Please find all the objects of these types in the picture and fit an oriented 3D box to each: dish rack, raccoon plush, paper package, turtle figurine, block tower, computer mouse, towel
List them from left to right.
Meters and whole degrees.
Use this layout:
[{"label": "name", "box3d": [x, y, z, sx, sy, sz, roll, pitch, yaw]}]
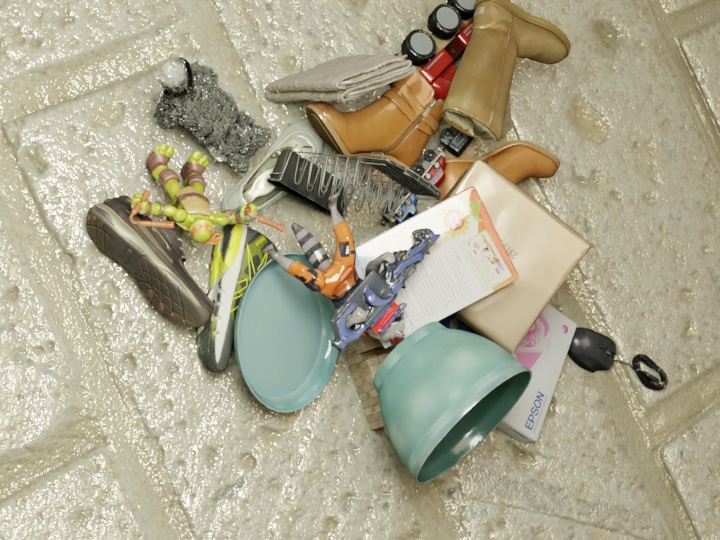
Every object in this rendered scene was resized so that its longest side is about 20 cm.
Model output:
[{"label": "turtle figurine", "box3d": [-0.202, -0.083, 1.546, 0.198, 0.065, 0.162, 0, 42, -25]}, {"label": "raccoon plush", "box3d": [-0.189, -0.185, 1.556, 0.134, 0.200, 0.097, 39, 100, 2]}, {"label": "towel", "box3d": [-0.029, -0.256, 1.648, 0.132, 0.199, 0.035, -24, 109, -31]}, {"label": "dish rack", "box3d": [-0.002, -0.108, 1.586, 0.153, 0.198, 0.055, 25, 77, -53]}, {"label": "block tower", "box3d": [0.018, 0.116, 1.664, 0.054, 0.058, 0.202, -16, 84, -31]}, {"label": "paper package", "box3d": [0.179, -0.019, 1.698, 0.199, 0.103, 0.191, 37, 87, -2]}, {"label": "computer mouse", "box3d": [0.391, 0.135, 1.877, 0.198, 0.034, 0.059, 21, 68, -24]}]

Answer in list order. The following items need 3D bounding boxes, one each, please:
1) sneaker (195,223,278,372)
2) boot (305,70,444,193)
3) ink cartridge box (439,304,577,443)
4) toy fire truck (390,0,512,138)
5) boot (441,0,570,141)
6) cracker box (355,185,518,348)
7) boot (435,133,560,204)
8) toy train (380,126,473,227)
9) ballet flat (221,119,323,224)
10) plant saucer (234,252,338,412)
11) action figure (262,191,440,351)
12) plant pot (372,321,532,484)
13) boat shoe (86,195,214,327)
[{"label": "sneaker", "box3d": [-0.150, 0.034, 1.578, 0.084, 0.074, 0.202, 18, 70, -24]}, {"label": "boot", "box3d": [0.024, -0.214, 1.683, 0.155, 0.074, 0.200, -50, 137, 1]}, {"label": "ink cartridge box", "box3d": [0.200, 0.113, 1.773, 0.199, 0.043, 0.198, 33, 65, -20]}, {"label": "toy fire truck", "box3d": [0.152, -0.277, 1.809, 0.200, 0.129, 0.176, 44, 61, -1]}, {"label": "boot", "box3d": [0.205, -0.270, 1.753, 0.174, 0.066, 0.202, 24, 66, -21]}, {"label": "cracker box", "box3d": [0.087, -0.005, 1.616, 0.198, 0.058, 0.135, -27, 91, -1]}, {"label": "boot", "box3d": [0.198, -0.111, 1.803, 0.198, 0.077, 0.157, 10, 72, -23]}, {"label": "toy train", "box3d": [0.098, -0.136, 1.749, 0.046, 0.034, 0.201, 37, 80, 10]}, {"label": "ballet flat", "box3d": [-0.104, -0.135, 1.651, 0.070, 0.069, 0.200, 49, 60, -10]}, {"label": "plant saucer", "box3d": [-0.096, 0.078, 1.586, 0.199, 0.027, 0.203, -2, 92, -52]}, {"label": "action figure", "box3d": [0.000, 0.000, 1.558, 0.200, 0.104, 0.194, -40, 98, -21]}, {"label": "plant pot", "box3d": [0.100, 0.151, 1.573, 0.199, 0.201, 0.134, -32, 67, -31]}, {"label": "boat shoe", "box3d": [-0.246, -0.019, 1.527, 0.200, 0.074, 0.073, 46, 53, 0]}]
